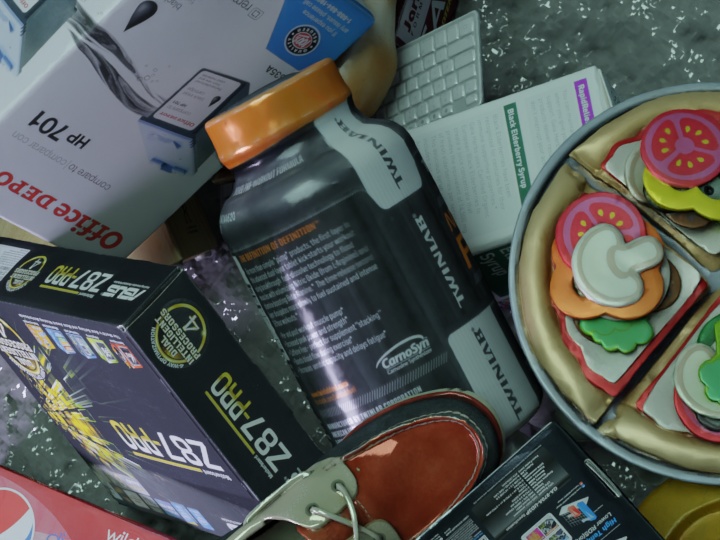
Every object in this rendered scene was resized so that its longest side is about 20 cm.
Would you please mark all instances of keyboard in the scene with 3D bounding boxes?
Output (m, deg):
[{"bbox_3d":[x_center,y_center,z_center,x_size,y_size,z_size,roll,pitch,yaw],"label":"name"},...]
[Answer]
[{"bbox_3d":[-0.008,-0.079,1.381,0.199,0.011,0.057,-24,63,39],"label":"keyboard"}]

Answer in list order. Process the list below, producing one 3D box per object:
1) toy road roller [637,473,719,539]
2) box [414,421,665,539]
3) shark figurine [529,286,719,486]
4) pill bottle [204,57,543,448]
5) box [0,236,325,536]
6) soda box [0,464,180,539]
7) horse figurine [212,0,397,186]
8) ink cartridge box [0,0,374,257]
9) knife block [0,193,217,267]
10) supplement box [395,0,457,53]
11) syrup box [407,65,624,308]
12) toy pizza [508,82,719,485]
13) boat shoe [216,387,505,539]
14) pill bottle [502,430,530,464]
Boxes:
[{"bbox_3d":[0.142,0.180,1.192,0.199,0.123,0.147,-18,50,19],"label":"toy road roller"},{"bbox_3d":[0.061,0.185,1.120,0.200,0.046,0.159,-41,47,-2],"label":"box"},{"bbox_3d":[0.154,0.013,1.233,0.214,0.089,0.128,-43,21,13],"label":"shark figurine"},{"bbox_3d":[0.000,0.000,1.237,0.106,0.106,0.201,-26,97,16],"label":"pill bottle"},{"bbox_3d":[-0.108,0.061,1.289,0.049,0.162,0.199,-48,28,-21],"label":"box"},{"bbox_3d":[-0.155,0.159,1.374,0.199,0.063,0.070,18,80,31],"label":"soda box"},{"bbox_3d":[-0.020,-0.133,1.354,0.132,0.050,0.201,3,74,33],"label":"horse figurine"},{"bbox_3d":[-0.116,-0.111,1.286,0.200,0.146,0.086,-44,54,13],"label":"ink cartridge box"},{"bbox_3d":[-0.162,-0.069,1.419,0.199,0.064,0.177,-25,89,17],"label":"knife block"},{"bbox_3d":[-0.040,-0.179,1.440,0.199,0.061,0.110,11,79,30],"label":"supplement box"},{"bbox_3d":[0.054,-0.028,1.328,0.199,0.079,0.082,-17,64,20],"label":"syrup box"},{"bbox_3d":[0.168,0.001,1.192,0.199,0.032,0.202,0,70,1],"label":"toy pizza"},{"bbox_3d":[-0.019,0.126,1.180,0.199,0.063,0.071,-35,86,14],"label":"boat shoe"},{"bbox_3d":[0.020,0.170,1.256,0.199,0.110,0.110,-36,60,10],"label":"pill bottle"}]
